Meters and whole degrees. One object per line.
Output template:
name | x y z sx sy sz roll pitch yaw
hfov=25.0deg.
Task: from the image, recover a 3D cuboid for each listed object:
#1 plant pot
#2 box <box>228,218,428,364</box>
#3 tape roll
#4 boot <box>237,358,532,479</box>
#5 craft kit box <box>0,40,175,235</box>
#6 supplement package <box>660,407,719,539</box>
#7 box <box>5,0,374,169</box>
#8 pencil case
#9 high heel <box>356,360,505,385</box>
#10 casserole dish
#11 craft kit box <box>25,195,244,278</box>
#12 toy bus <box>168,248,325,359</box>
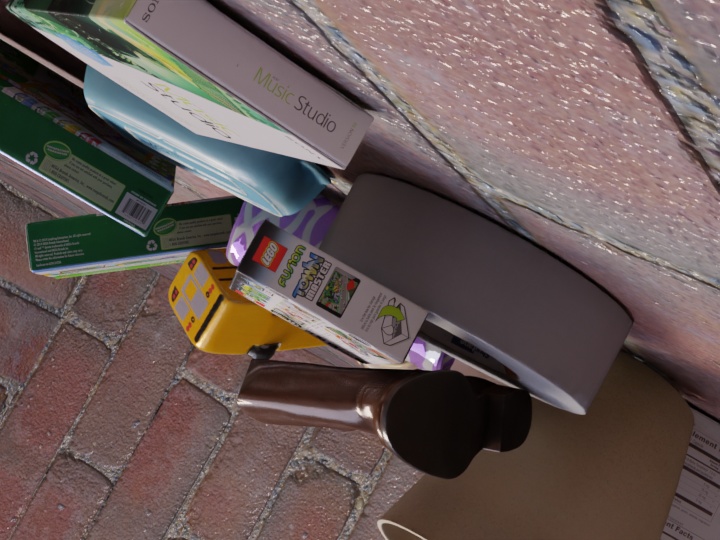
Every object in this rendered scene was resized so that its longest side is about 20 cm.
plant pot | 0.146 0.159 1.155 0.187 0.200 0.187 37 165 11
box | -0.025 0.018 1.008 0.110 0.035 0.200 30 174 -4
tape roll | 0.070 0.016 1.033 0.199 0.066 0.200 30 174 3
boot | -0.014 0.086 1.044 0.199 0.065 0.186 7 176 30
craft kit box | -0.234 -0.112 1.232 0.199 0.049 0.198 31 -174 -12
supplement package | 0.240 0.220 1.294 0.150 0.201 0.152 29 174 -8
box | -0.098 -0.113 0.875 0.144 0.037 0.200 32 173 -29
pencil case | 0.000 0.000 1.188 0.199 0.084 0.085 29 -153 9
high heel | 0.093 0.089 1.346 0.199 0.072 0.142 -6 145 43
casserole dish | -0.113 -0.091 1.123 0.199 0.039 0.121 28 174 21
craft kit box | -0.178 -0.028 1.401 0.198 0.049 0.198 -8 176 -6
toy bus | -0.056 0.023 1.358 0.199 0.065 0.078 -5 -131 -42
